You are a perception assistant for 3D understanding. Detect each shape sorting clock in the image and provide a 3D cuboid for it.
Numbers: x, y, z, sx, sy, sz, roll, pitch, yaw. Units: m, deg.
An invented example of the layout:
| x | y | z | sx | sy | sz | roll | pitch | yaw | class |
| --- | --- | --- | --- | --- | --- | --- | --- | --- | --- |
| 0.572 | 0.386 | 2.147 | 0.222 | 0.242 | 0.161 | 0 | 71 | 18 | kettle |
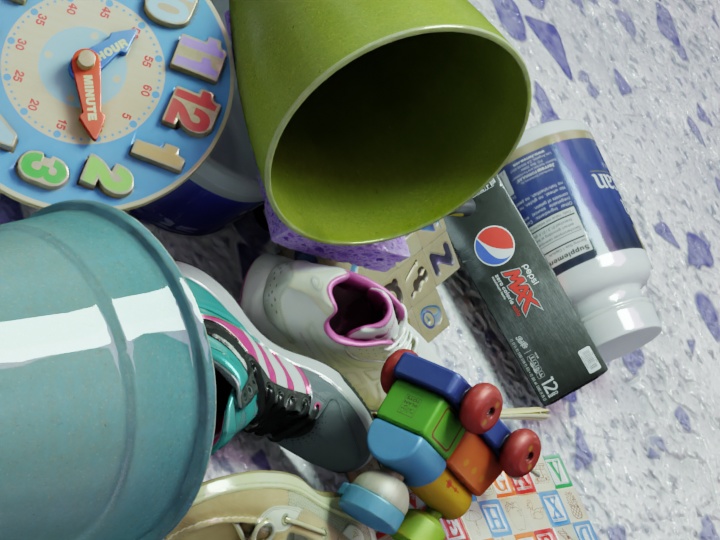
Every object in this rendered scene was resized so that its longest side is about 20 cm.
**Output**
| x | y | z | sx | sy | sz | roll | pitch | yaw | class |
| --- | --- | --- | --- | --- | --- | --- | --- | --- | --- |
| -0.180 | -0.131 | 1.288 | 0.200 | 0.039 | 0.200 | 5 | 72 | -15 | shape sorting clock |

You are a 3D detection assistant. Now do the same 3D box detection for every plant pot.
| x | y | z | sx | sy | sz | roll | pitch | yaw | class |
| --- | --- | --- | --- | --- | --- | --- | --- | --- | --- |
| -0.214 | 0.068 | 1.030 | 0.196 | 0.200 | 0.200 | -7 | 67 | -48 | plant pot |
| -0.011 | -0.153 | 1.330 | 0.187 | 0.187 | 0.200 | 20 | 32 | -45 | plant pot |

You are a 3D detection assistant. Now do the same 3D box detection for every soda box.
| x | y | z | sx | sy | sz | roll | pitch | yaw | class |
| --- | --- | --- | --- | --- | --- | --- | --- | --- | --- |
| 0.131 | 0.013 | 1.654 | 0.200 | 0.063 | 0.071 | 61 | 3 | 6 | soda box |

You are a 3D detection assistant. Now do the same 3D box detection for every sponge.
| x | y | z | sx | sy | sz | roll | pitch | yaw | class |
| --- | --- | --- | --- | --- | --- | --- | --- | --- | --- |
| -0.032 | -0.098 | 1.415 | 0.111 | 0.030 | 0.200 | 15 | 52 | -40 | sponge |

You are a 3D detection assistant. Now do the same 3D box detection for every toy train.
| x | y | z | sx | sy | sz | roll | pitch | yaw | class |
| --- | --- | --- | --- | --- | --- | --- | --- | --- | --- |
| 0.062 | 0.147 | 1.335 | 0.116 | 0.085 | 0.200 | -58 | 142 | -13 | toy train |

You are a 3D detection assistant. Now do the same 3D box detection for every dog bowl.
| x | y | z | sx | sy | sz | roll | pitch | yaw | class |
| --- | --- | --- | --- | --- | --- | --- | --- | --- | --- |
| -0.129 | -0.128 | 1.421 | 0.200 | 0.079 | 0.200 | 36 | 37 | -32 | dog bowl |

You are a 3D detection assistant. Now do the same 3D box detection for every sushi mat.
| x | y | z | sx | sy | sz | roll | pitch | yaw | class |
| --- | --- | --- | --- | --- | --- | --- | --- | --- | --- |
| 0.048 | 0.108 | 1.447 | 0.200 | 0.096 | 0.012 | 4 | 81 | -53 | sushi mat |

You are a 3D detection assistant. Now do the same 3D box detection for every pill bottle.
| x | y | z | sx | sy | sz | roll | pitch | yaw | class |
| --- | --- | --- | --- | --- | --- | --- | --- | --- | --- |
| 0.187 | -0.022 | 1.738 | 0.111 | 0.111 | 0.200 | 2 | 61 | -54 | pill bottle |

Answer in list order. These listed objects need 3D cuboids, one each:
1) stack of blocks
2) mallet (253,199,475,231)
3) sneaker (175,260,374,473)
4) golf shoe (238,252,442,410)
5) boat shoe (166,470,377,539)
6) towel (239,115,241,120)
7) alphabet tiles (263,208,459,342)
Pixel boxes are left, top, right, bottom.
| x | y | z | sx | sy | sz | roll | pitch | yaw | class |
| --- | --- | --- | --- | --- | --- | --- | --- | --- | --- |
| 0.087 | 0.178 | 1.466 | 0.200 | 0.059 | 0.115 | 2 | 61 | -54 | stack of blocks |
| 0.004 | -0.049 | 1.530 | 0.200 | 0.066 | 0.041 | 2 | 80 | -48 | mallet |
| -0.074 | 0.090 | 1.291 | 0.200 | 0.084 | 0.121 | 39 | 30 | -15 | sneaker |
| 0.005 | 0.050 | 1.399 | 0.200 | 0.091 | 0.075 | 30 | 66 | -43 | golf shoe |
| -0.053 | 0.174 | 1.263 | 0.201 | 0.073 | 0.063 | 24 | 43 | -55 | boat shoe |
| -0.013 | -0.076 | 1.594 | 0.200 | 0.023 | 0.153 | 52 | 30 | -6 | towel |
| 0.000 | 0.000 | 1.467 | 0.200 | 0.006 | 0.167 | -38 | 115 | -41 | alphabet tiles |
